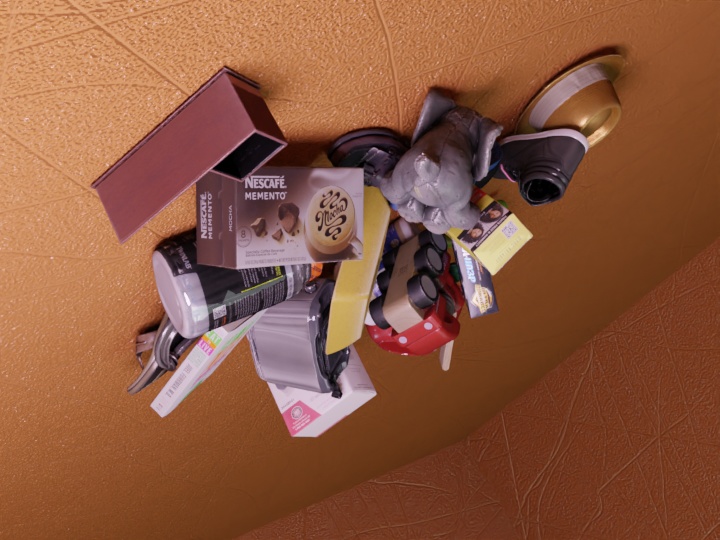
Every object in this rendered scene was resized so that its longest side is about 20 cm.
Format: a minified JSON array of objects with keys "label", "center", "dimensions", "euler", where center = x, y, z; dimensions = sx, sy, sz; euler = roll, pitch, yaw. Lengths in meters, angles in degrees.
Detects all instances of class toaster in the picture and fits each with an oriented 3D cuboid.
[{"label":"toaster","center":[-0.094,0.103,1.512],"dimensions":[0.114,0.127,0.203],"euler":[-57,146,-50]}]

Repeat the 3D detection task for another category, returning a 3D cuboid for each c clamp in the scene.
[{"label":"c clamp","center":[-0.227,0.074,1.399],"dimensions":[0.200,0.027,0.172],"euler":[-46,165,-41]}]

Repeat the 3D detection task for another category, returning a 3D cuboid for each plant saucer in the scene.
[{"label":"plant saucer","center":[0.000,0.000,1.402],"dimensions":[0.048,0.203,0.201],"euler":[13,153,2]}]

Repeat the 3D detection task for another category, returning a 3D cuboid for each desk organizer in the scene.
[{"label":"desk organizer","center":[-0.178,-0.110,1.025],"dimensions":[0.199,0.078,0.071],"euler":[-37,160,18]}]

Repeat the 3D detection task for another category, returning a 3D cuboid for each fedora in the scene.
[{"label":"fedora","center":[0.324,-0.231,1.462],"dimensions":[0.198,0.083,0.201],"euler":[-26,161,-10]}]

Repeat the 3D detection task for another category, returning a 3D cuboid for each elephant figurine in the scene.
[{"label":"elephant figurine","center":[0.116,-0.162,1.260],"dimensions":[0.154,0.141,0.202],"euler":[-5,-128,55]}]

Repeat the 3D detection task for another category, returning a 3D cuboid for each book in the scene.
[{"label":"book","center":[-0.210,0.108,1.383],"dimensions":[0.200,0.048,0.134],"euler":[-49,179,35]}]

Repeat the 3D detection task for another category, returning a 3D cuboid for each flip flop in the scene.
[{"label":"flip flop","center":[-0.290,0.096,1.416],"dimensions":[0.081,0.057,0.202],"euler":[-36,158,-57]}]

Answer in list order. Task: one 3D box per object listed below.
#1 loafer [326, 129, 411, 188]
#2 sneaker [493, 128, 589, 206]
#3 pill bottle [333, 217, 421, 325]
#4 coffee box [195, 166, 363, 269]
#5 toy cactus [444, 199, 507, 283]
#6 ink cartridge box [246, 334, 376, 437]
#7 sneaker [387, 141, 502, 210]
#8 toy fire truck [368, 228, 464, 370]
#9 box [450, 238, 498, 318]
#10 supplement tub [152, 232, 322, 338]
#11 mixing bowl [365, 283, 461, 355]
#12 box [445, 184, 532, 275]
[{"label":"loafer","center":[0.035,-0.137,1.296],"dimensions":[0.072,0.064,0.199],"euler":[-40,159,27]},{"label":"sneaker","center":[0.241,-0.144,1.456],"dimensions":[0.199,0.071,0.100],"euler":[-8,-133,55]},{"label":"pill bottle","center":[0.025,0.016,1.580],"dimensions":[0.199,0.121,0.119],"euler":[-35,161,12]},{"label":"coffee box","center":[-0.092,-0.066,1.159],"dimensions":[0.198,0.115,0.079],"euler":[-4,-173,-44]},{"label":"toy cactus","center":[0.195,-0.025,1.698],"dimensions":[0.199,0.102,0.166],"euler":[-40,-156,10]},{"label":"ink cartridge box","center":[-0.084,0.153,1.638],"dimensions":[0.145,0.202,0.084],"euler":[-37,154,22]},{"label":"sneaker","center":[0.122,-0.125,1.450],"dimensions":[0.197,0.071,0.078],"euler":[-24,156,-19]},{"label":"toy fire truck","center":[0.106,0.070,1.450],"dimensions":[0.128,0.200,0.177],"euler":[-30,-156,30]},{"label":"box","center":[0.166,-0.029,1.510],"dimensions":[0.045,0.162,0.200],"euler":[-13,-171,5]},{"label":"supplement tub","center":[-0.155,-0.003,1.259],"dimensions":[0.197,0.124,0.123],"euler":[-21,159,-23]},{"label":"mixing bowl","center":[0.084,0.083,1.709],"dimensions":[0.196,0.110,0.201],"euler":[7,163,2]},{"label":"box","center":[0.145,-0.070,1.304],"dimensions":[0.075,0.200,0.050],"euler":[-44,119,3]}]
